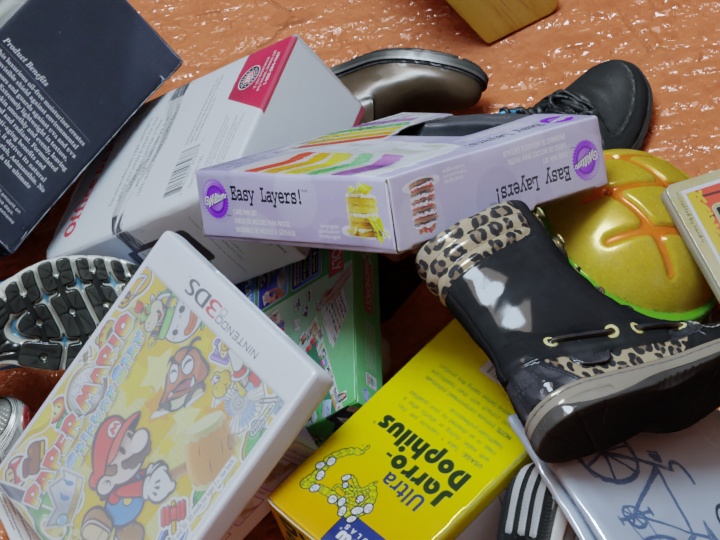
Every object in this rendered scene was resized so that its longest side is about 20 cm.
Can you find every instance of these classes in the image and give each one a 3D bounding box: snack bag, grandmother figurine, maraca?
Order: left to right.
[{"bbox_3d":[0.000,0.000,1.459,0.121,0.060,0.201,-27,39,34],"label":"grandmother figurine"},{"bbox_3d":[0.170,-0.006,1.360,0.136,0.107,0.201,24,37,-2],"label":"maraca"},{"bbox_3d":[0.200,0.149,1.211,0.199,0.021,0.189,1,43,-39],"label":"snack bag"}]

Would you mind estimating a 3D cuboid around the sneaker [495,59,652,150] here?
[{"bbox_3d":[0.133,-0.087,1.472,0.073,0.082,0.200,27,62,36],"label":"sneaker"}]

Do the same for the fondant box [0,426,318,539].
[{"bbox_3d":[-0.134,0.131,1.346,0.200,0.058,0.145,-47,48,13],"label":"fondant box"}]

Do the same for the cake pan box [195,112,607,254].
[{"bbox_3d":[0.028,-0.058,1.322,0.199,0.053,0.183,-18,17,-39],"label":"cake pan box"}]

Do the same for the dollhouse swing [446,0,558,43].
[{"bbox_3d":[0.097,-0.312,1.621,0.176,0.182,0.201,-40,47,10],"label":"dollhouse swing"}]

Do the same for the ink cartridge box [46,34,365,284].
[{"bbox_3d":[-0.110,-0.060,1.475,0.199,0.083,0.146,-19,38,41],"label":"ink cartridge box"}]

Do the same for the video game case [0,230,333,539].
[{"bbox_3d":[-0.127,0.099,1.301,0.201,0.023,0.182,-54,47,5],"label":"video game case"}]

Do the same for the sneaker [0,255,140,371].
[{"bbox_3d":[-0.235,0.031,1.448,0.198,0.079,0.090,-13,12,0],"label":"sneaker"}]

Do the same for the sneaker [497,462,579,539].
[{"bbox_3d":[0.127,0.219,1.230,0.075,0.115,0.202,12,87,61],"label":"sneaker"}]

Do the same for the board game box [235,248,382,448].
[{"bbox_3d":[-0.046,0.043,1.403,0.134,0.029,0.201,-30,41,28],"label":"board game box"}]

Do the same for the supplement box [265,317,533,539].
[{"bbox_3d":[0.058,0.130,1.299,0.200,0.109,0.109,-42,52,-18],"label":"supplement box"}]

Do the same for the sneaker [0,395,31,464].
[{"bbox_3d":[-0.322,0.123,1.447,0.198,0.082,0.078,-13,48,6],"label":"sneaker"}]

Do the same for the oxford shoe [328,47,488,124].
[{"bbox_3d":[-0.001,-0.112,1.556,0.198,0.073,0.085,-9,66,14],"label":"oxford shoe"}]

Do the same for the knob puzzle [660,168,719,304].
[{"bbox_3d":[0.314,-0.006,1.327,0.217,0.031,0.221,8,58,-12],"label":"knob puzzle"}]

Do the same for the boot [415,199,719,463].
[{"bbox_3d":[0.137,0.026,1.235,0.199,0.073,0.151,-16,55,-37],"label":"boot"}]

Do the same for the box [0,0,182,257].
[{"bbox_3d":[-0.267,-0.113,1.542,0.199,0.123,0.199,-50,19,-25],"label":"box"}]
